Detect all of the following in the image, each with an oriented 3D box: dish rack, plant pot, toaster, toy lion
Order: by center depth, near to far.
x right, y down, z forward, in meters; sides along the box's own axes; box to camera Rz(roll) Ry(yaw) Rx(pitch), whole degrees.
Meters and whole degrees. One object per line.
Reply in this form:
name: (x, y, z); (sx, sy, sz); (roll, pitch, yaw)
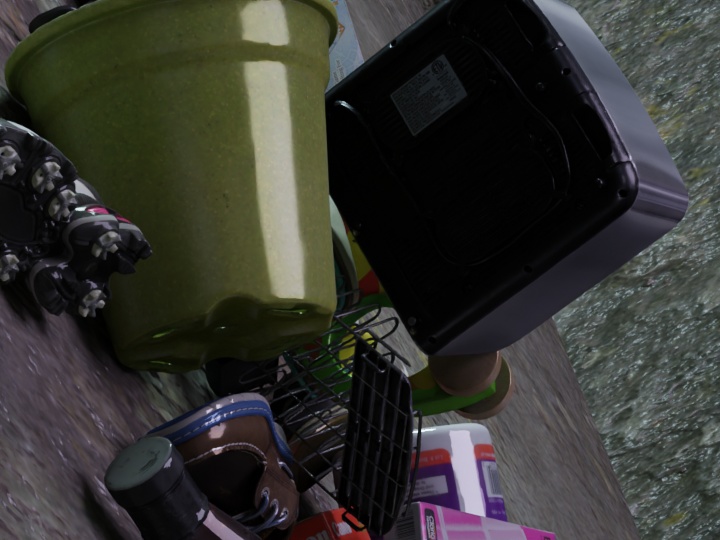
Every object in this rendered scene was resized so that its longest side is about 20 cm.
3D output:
plant pot: (-0.093, -0.045, 1.568); (0.200, 0.199, 0.185); (38, 38, -71)
toaster: (0.084, -0.072, 1.646); (0.181, 0.200, 0.119); (59, 21, 18)
dish rack: (-0.023, 0.061, 1.664); (0.200, 0.054, 0.154); (40, -40, 34)
toy lion: (0.000, 0.000, 1.765); (0.069, 0.190, 0.201); (56, 30, -65)

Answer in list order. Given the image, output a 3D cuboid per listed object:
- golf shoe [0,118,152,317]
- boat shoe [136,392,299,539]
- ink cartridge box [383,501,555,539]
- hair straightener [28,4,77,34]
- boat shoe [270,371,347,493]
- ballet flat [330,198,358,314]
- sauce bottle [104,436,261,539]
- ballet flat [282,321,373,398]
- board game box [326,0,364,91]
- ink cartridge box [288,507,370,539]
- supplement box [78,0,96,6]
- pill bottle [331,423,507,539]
golf shoe: (-0.183, -0.038, 1.378); (0.088, 0.077, 0.200); (46, -2, 24)
boat shoe: (-0.068, 0.120, 1.542); (0.073, 0.072, 0.200); (67, 9, 14)
ink cartridge box: (0.087, 0.210, 1.732); (0.200, 0.037, 0.095); (20, 58, -52)
hair straightener: (-0.164, -0.118, 1.761); (0.200, 0.041, 0.077); (50, 16, -59)
boat shoe: (-0.032, 0.099, 1.865); (0.066, 0.072, 0.201); (36, 18, 11)
ballet flat: (-0.057, -0.057, 1.738); (0.200, 0.069, 0.069); (48, 6, 10)
sauce bottle: (-0.068, 0.173, 1.413); (0.201, 0.066, 0.066); (60, 9, -30)
ballet flat: (-0.051, 0.007, 1.848); (0.200, 0.067, 0.067); (52, 3, 41)
board game box: (-0.049, -0.171, 1.939); (0.200, 0.043, 0.200); (53, -15, 47)
ink cartridge box: (-0.019, 0.190, 1.700); (0.201, 0.050, 0.109); (66, 9, 7)
supplement box: (-0.158, -0.221, 1.932); (0.109, 0.061, 0.201); (-24, 87, -60)
pill bottle: (0.050, 0.211, 1.808); (0.111, 0.111, 0.201); (32, 47, -74)
